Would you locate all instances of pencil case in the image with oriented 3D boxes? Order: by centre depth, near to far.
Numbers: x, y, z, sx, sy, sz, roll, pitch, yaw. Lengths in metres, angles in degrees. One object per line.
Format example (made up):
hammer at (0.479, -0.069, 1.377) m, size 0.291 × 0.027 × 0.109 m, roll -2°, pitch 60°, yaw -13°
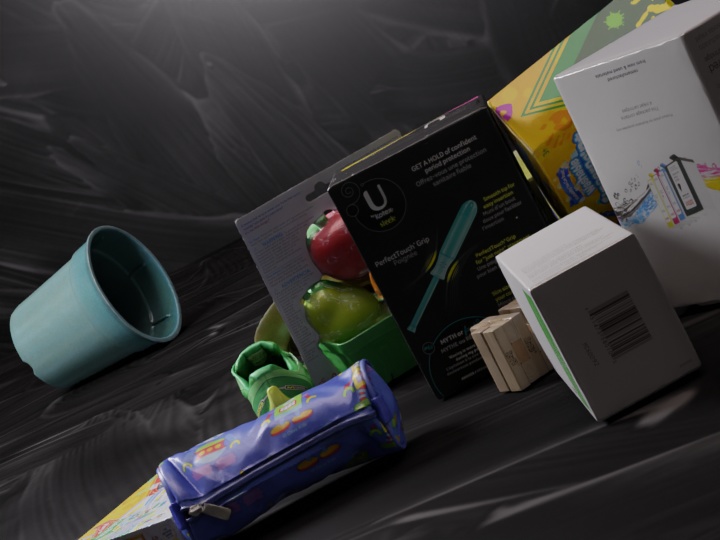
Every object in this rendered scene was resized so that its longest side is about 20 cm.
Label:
pencil case at (-0.062, 0.144, 1.481) m, size 0.200 × 0.078 × 0.087 m, roll -28°, pitch 7°, yaw 1°

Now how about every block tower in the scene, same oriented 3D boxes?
block tower at (0.177, 0.023, 1.529) m, size 0.200 × 0.058 × 0.054 m, roll -30°, pitch 9°, yaw -26°

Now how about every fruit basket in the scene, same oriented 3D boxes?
fruit basket at (0.000, 0.000, 1.767) m, size 0.185 × 0.200 × 0.094 m, roll -32°, pitch 9°, yaw -20°

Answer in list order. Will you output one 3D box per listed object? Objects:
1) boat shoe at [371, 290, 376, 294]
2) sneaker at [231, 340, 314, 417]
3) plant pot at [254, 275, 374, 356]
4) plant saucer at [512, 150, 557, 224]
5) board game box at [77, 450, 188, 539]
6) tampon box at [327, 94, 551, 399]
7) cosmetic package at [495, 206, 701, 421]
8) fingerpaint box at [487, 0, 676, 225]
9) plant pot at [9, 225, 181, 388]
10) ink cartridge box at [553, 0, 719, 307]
boat shoe at (0.036, 0.044, 1.871) m, size 0.200 × 0.072 × 0.065 m, roll -36°, pitch -10°, yaw -15°
sneaker at (-0.076, 0.100, 1.808) m, size 0.074 × 0.084 × 0.200 m, roll -29°, pitch 7°, yaw -3°
plant pot at (-0.015, 0.023, 1.881) m, size 0.200 × 0.028 × 0.200 m, roll -34°, pitch -19°, yaw -13°
plant saucer at (0.198, -0.088, 1.874) m, size 0.199 × 0.048 × 0.200 m, roll -29°, pitch -22°, yaw -5°
board game box at (-0.148, 0.194, 1.628) m, size 0.134 × 0.034 × 0.200 m, roll -23°, pitch 9°, yaw 33°
tampon box at (0.084, -0.023, 1.617) m, size 0.150 × 0.200 × 0.126 m, roll -27°, pitch 8°, yaw 6°
cosmetic package at (0.164, 0.026, 1.358) m, size 0.085 × 0.108 × 0.200 m, roll -29°, pitch 6°, yaw 0°
fingerpaint box at (0.217, -0.121, 1.607) m, size 0.167 × 0.073 × 0.200 m, roll -38°, pitch -34°, yaw 0°
plant pot at (-0.406, 0.067, 2.886) m, size 0.196 × 0.200 × 0.200 m, roll -33°, pitch 5°, yaw 24°
ink cartridge box at (0.273, -0.096, 1.423) m, size 0.147 × 0.200 × 0.145 m, roll -33°, pitch 11°, yaw -34°
